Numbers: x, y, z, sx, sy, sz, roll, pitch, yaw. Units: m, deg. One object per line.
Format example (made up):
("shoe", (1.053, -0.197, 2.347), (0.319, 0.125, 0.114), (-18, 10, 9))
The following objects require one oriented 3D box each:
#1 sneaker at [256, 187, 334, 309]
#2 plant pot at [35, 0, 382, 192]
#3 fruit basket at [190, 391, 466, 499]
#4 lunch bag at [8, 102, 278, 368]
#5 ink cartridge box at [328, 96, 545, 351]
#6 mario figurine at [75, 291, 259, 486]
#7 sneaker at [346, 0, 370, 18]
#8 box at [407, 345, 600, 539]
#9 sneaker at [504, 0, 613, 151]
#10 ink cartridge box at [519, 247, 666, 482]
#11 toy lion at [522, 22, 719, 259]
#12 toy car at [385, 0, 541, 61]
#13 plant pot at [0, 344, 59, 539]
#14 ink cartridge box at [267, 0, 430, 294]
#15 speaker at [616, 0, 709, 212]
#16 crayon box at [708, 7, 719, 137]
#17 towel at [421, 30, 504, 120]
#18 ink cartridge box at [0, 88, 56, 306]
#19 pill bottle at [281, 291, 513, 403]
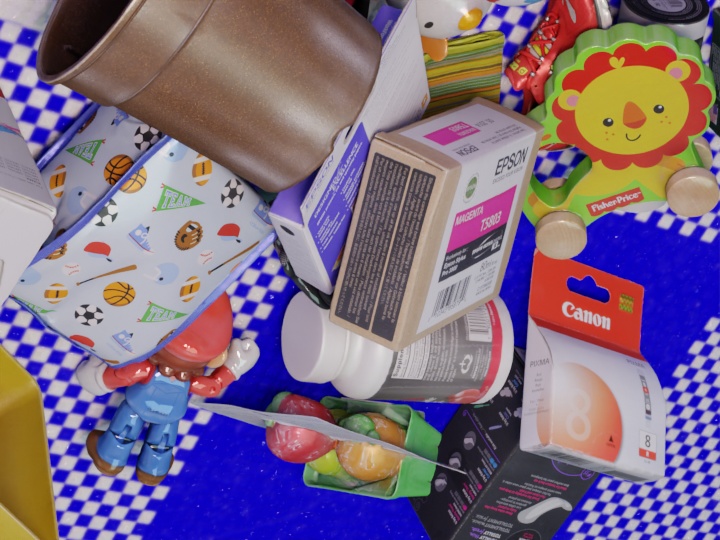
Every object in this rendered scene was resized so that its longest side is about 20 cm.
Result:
("sneaker", (0.000, 0.000, 1.656), (0.199, 0.141, 0.078), (17, 132, -32))
("plant pot", (-0.103, -0.172, 1.407), (0.198, 0.201, 0.201), (33, 106, -26))
("fruit basket", (-0.027, 0.147, 1.753), (0.199, 0.184, 0.095), (29, 72, -38))
("lunch bag", (-0.193, -0.031, 1.552), (0.200, 0.124, 0.170), (-48, 133, 3))
("ink cartridge box", (0.066, -0.041, 1.579), (0.200, 0.075, 0.166), (-26, 136, -57))
("mario figurine", (-0.171, 0.087, 1.692), (0.123, 0.106, 0.201), (-6, 131, -51))
("sneaker", (-0.044, -0.166, 1.549), (0.076, 0.084, 0.201), (2, 123, -28))
("box", (0.155, 0.192, 1.912), (0.122, 0.106, 0.201), (19, 114, -35))
("sneaker", (0.168, -0.185, 1.653), (0.084, 0.077, 0.201), (-10, 128, -14))
("ink cartridge box", (0.230, 0.090, 1.827), (0.161, 0.050, 0.202), (18, 72, -36))
("toy lion", (0.215, -0.120, 1.645), (0.198, 0.069, 0.192), (-19, 127, 18))
("toy car", (0.082, -0.239, 1.515), (0.183, 0.177, 0.201), (-11, 143, -34))
("plant pot", (-0.380, 0.148, 1.558), (0.175, 0.201, 0.200), (-27, 134, 10))
("ink cartridge box", (-0.007, -0.104, 1.507), (0.199, 0.043, 0.200), (-63, 167, -15))
("speaker", (0.257, -0.154, 1.718), (0.080, 0.081, 0.201), (-9, 128, -21))
("crayon box", (0.424, -0.204, 1.785), (0.198, 0.051, 0.128), (-16, 130, -16))
("towel", (0.087, -0.119, 1.699), (0.085, 0.018, 0.201), (-14, 130, -16))
("ink cartridge box", (-0.317, -0.055, 1.414), (0.082, 0.200, 0.146), (22, 113, -38))
("pill bottle", (0.032, 0.064, 1.748), (0.198, 0.111, 0.111), (5, 122, -30))
